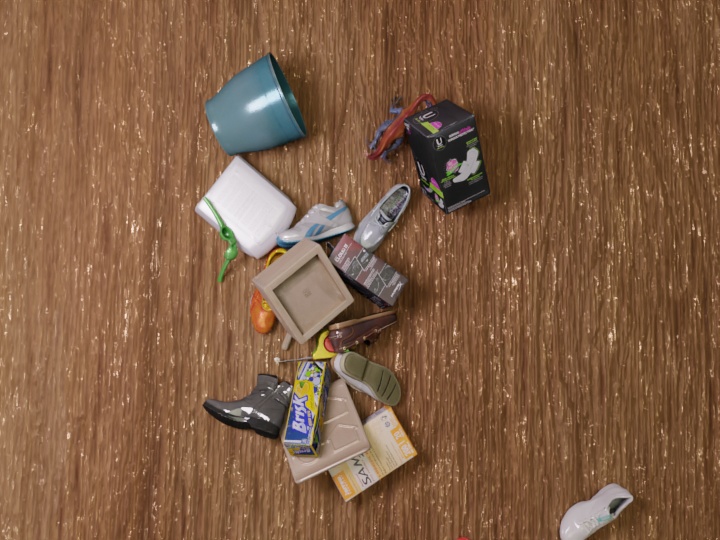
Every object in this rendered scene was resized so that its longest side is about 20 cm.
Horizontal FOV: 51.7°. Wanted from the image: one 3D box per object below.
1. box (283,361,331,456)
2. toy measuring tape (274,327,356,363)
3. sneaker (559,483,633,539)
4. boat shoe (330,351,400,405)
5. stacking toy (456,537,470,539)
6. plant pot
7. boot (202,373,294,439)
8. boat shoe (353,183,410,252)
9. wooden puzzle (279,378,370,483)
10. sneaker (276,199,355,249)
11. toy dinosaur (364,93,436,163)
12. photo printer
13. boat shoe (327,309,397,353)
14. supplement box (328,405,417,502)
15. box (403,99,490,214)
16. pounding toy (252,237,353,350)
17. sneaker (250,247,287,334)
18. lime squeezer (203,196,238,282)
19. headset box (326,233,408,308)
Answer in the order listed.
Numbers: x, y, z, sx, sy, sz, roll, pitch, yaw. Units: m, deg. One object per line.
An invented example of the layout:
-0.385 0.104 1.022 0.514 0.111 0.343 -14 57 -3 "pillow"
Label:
-0.116 0.307 1.656 0.068 0.065 0.203 -1 53 14 "box"
-0.105 0.171 1.723 0.195 0.074 0.076 -6 86 -8 "toy measuring tape"
0.562 0.584 1.768 0.198 0.088 0.076 -37 92 -8 "sneaker"
0.014 0.247 1.722 0.199 0.068 0.076 41 63 -29 "boat shoe"
0.210 0.718 1.718 0.084 0.085 0.203 30 78 -4 "stacking toy"
-0.244 -0.359 1.692 0.185 0.200 0.204 -24 89 7 "plant pot"
-0.250 0.296 1.700 0.195 0.068 0.133 15 62 11 "boot"
0.051 -0.126 1.763 0.070 0.071 0.202 36 82 -3 "boat shoe"
-0.088 0.363 1.676 0.182 0.047 0.202 -23 51 -3 "wooden puzzle"
-0.111 -0.105 1.732 0.197 0.076 0.083 -19 87 -28 "sneaker"
0.106 -0.338 1.755 0.105 0.201 0.181 39 114 -18 "toy dinosaur"
-0.258 -0.140 1.725 0.199 0.069 0.168 38 83 -4 "photo printer"
0.008 0.140 1.713 0.197 0.070 0.072 -14 86 -36 "boat shoe"
0.015 0.420 1.715 0.198 0.074 0.128 -32 89 -8 "supplement box"
0.199 -0.265 1.717 0.122 0.149 0.203 -24 123 -9 "box"
-0.134 0.066 1.663 0.183 0.142 0.202 -38 113 -12 "pounding toy"
-0.212 0.044 1.714 0.071 0.077 0.205 12 86 -8 "sneaker"
-0.309 -0.068 1.683 0.037 0.070 0.205 -24 118 -38 "lime squeezer"
0.000 0.000 1.709 0.198 0.149 0.078 36 81 -3 "headset box"
